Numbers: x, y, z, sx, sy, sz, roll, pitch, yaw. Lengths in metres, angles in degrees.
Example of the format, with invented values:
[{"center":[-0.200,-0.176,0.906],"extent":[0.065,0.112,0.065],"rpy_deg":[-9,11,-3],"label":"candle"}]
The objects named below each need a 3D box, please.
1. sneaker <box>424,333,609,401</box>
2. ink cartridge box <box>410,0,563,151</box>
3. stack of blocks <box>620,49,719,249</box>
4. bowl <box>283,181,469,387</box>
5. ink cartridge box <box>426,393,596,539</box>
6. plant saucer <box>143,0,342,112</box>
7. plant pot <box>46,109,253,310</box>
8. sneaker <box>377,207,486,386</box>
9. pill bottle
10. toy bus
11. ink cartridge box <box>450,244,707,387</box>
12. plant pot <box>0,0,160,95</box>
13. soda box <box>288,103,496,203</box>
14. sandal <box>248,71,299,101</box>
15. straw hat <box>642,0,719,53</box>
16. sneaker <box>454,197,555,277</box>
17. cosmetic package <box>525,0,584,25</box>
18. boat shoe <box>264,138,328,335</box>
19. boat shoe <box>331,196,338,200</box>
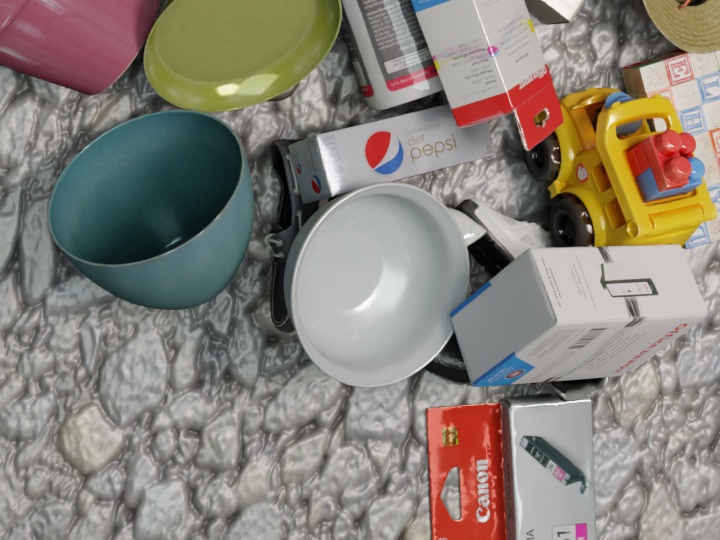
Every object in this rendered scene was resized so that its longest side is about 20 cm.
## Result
[{"center":[0.166,0.094,1.775],"extent":[0.199,0.115,0.075],"rpy_deg":[6,95,-12],"label":"sneaker"},{"center":[0.123,-0.216,1.666],"extent":[0.067,0.116,0.201],"rpy_deg":[-14,102,31],"label":"ink cartridge box"},{"center":[0.363,-0.136,1.816],"extent":[0.115,0.059,0.201],"rpy_deg":[-17,99,-9],"label":"stack of blocks"},{"center":[0.001,0.006,1.669],"extent":[0.201,0.090,0.202],"rpy_deg":[-8,106,-28],"label":"bowl"},{"center":[0.163,0.237,1.830],"extent":[0.173,0.044,0.201],"rpy_deg":[-5,97,-12],"label":"ink cartridge box"},{"center":[-0.116,-0.231,1.640],"extent":[0.199,0.200,0.031],"rpy_deg":[-20,58,-8],"label":"plant saucer"},{"center":[-0.187,-0.039,1.670],"extent":[0.200,0.200,0.135],"rpy_deg":[-30,136,-6],"label":"plant pot"},{"center":[0.070,0.034,1.750],"extent":[0.088,0.075,0.201],"rpy_deg":[21,104,16],"label":"sneaker"},{"center":[0.028,-0.270,1.709],"extent":[0.110,0.111,0.201],"rpy_deg":[-21,100,-8],"label":"pill bottle"},{"center":[0.270,-0.110,1.711],"extent":[0.135,0.192,0.201],"rpy_deg":[-13,74,-23],"label":"toy bus"},{"center":[0.213,0.043,1.665],"extent":[0.200,0.146,0.085],"rpy_deg":[-2,63,-36],"label":"ink cartridge box"},{"center":[-0.297,-0.264,1.616],"extent":[0.179,0.200,0.200],"rpy_deg":[31,90,-29],"label":"plant pot"},{"center":[0.033,-0.121,1.717],"extent":[0.200,0.068,0.064],"rpy_deg":[-15,92,-28],"label":"soda box"},{"center":[-0.097,-0.269,1.713],"extent":[0.081,0.055,0.201],"rpy_deg":[-7,98,-10],"label":"sandal"},{"center":[0.324,-0.314,1.771],"extent":[0.201,0.085,0.202],"rpy_deg":[-2,94,-37],"label":"straw hat"},{"center":[0.195,-0.030,1.801],"extent":[0.200,0.076,0.115],"rpy_deg":[43,75,-15],"label":"sneaker"},{"center":[0.217,-0.362,1.747],"extent":[0.103,0.087,0.200],"rpy_deg":[31,90,-14],"label":"cosmetic package"},{"center":[-0.076,-0.036,1.729],"extent":[0.063,0.073,0.201],"rpy_deg":[9,87,-34],"label":"boat shoe"},{"center":[0.000,0.000,1.754],"extent":[0.065,0.073,0.201],"rpy_deg":[3,96,-6],"label":"boat shoe"}]
